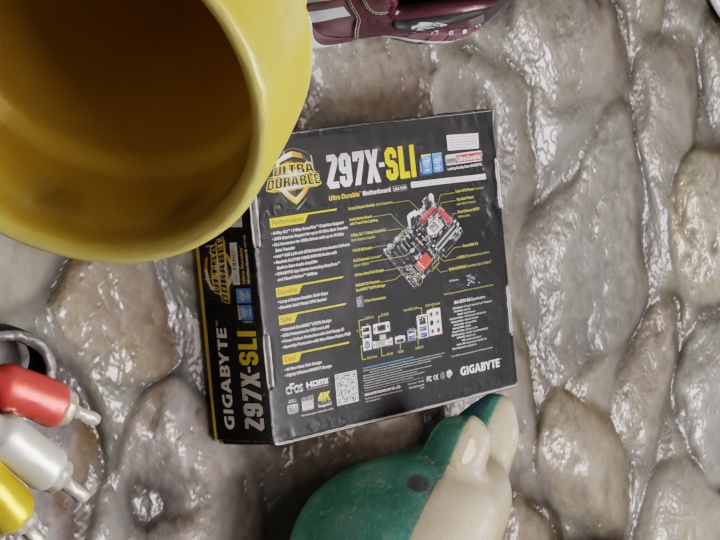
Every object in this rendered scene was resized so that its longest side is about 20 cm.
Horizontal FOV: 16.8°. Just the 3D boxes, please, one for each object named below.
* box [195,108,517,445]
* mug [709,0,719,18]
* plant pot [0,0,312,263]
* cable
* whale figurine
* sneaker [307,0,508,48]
[{"bbox_3d":[0.000,0.000,1.311,0.200,0.049,0.160,-11,96,-46],"label":"box"},{"bbox_3d":[0.318,-0.222,1.622,0.133,0.178,0.200,45,45,6],"label":"mug"},{"bbox_3d":[-0.104,-0.137,1.107,0.201,0.200,0.189,60,36,-28],"label":"plant pot"},{"bbox_3d":[-0.196,0.047,1.098,0.200,0.050,0.097,38,63,-42],"label":"cable"},{"bbox_3d":[0.025,0.136,1.313,0.200,0.104,0.159,-57,164,-54],"label":"whale figurine"},{"bbox_3d":[0.057,-0.158,1.321,0.200,0.115,0.076,-22,106,-44],"label":"sneaker"}]
